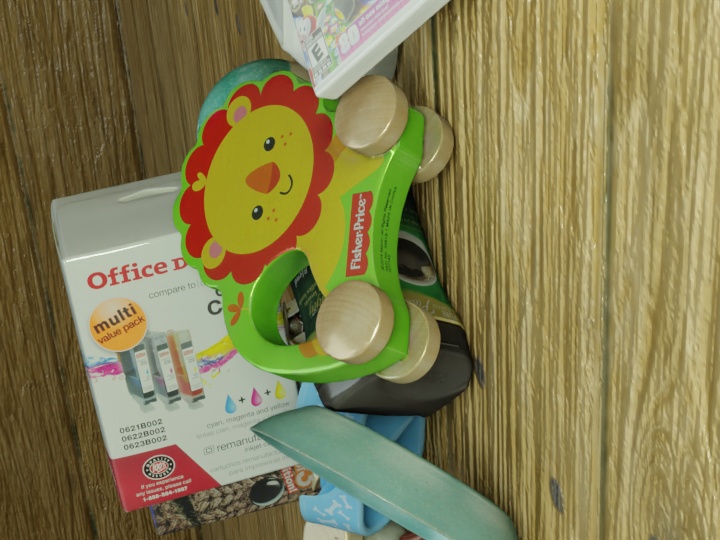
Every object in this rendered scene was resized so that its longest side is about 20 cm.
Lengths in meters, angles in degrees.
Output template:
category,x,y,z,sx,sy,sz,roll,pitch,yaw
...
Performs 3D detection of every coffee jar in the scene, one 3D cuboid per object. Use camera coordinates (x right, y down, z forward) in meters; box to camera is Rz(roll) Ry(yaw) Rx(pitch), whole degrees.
category,x,y,z,sx,sy,sz,roll,pitch,yaw
coffee jar,0.000,0.000,0.955,0.085,0.104,0.201,-41,54,35

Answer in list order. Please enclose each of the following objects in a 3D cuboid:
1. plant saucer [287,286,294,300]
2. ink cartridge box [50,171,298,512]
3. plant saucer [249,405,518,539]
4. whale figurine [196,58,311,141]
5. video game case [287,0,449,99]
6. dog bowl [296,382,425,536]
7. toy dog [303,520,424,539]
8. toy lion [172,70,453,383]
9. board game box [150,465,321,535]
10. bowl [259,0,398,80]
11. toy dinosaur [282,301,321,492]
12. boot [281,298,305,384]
category,x,y,z,sx,sy,sz,roll,pitch,yaw
plant saucer,-0.053,-0.035,1.330,0.200,0.035,0.201,169,90,-78
ink cartridge box,-0.134,0.042,1.067,0.145,0.145,0.201,-128,26,-67
plant saucer,0.024,0.136,0.914,0.036,0.200,0.200,-59,8,-9
whale figurine,-0.083,-0.081,1.179,0.159,0.103,0.201,112,163,-54
video game case,-0.004,-0.219,0.821,0.143,0.018,0.201,-36,62,43
dog bowl,0.005,0.114,1.057,0.049,0.111,0.201,24,137,23
toy dog,0.025,0.273,1.138,0.096,0.132,0.201,-13,96,44
toy lion,-0.041,-0.029,0.894,0.191,0.069,0.201,-8,69,37
board game box,-0.117,0.142,1.393,0.097,0.199,0.160,-125,25,-62
bowl,-0.034,-0.237,0.976,0.200,0.074,0.200,92,160,-49
toy dinosaur,-0.043,0.122,1.168,0.101,0.058,0.200,47,163,34
boot,-0.070,0.054,1.207,0.200,0.155,0.073,108,149,-62
